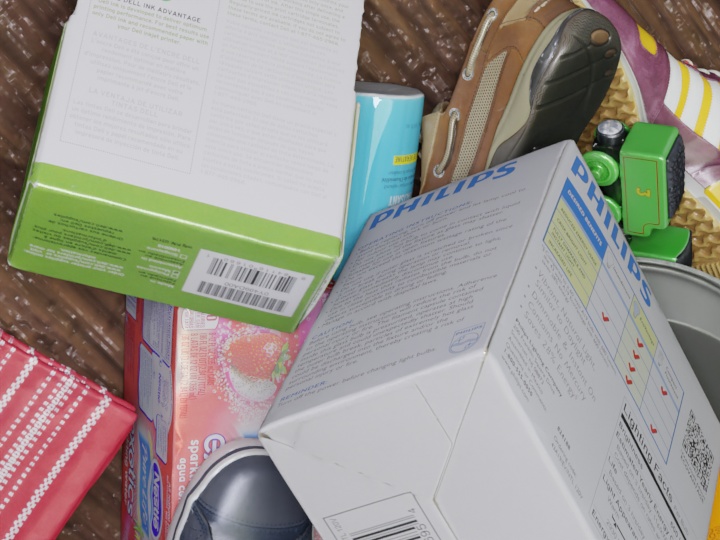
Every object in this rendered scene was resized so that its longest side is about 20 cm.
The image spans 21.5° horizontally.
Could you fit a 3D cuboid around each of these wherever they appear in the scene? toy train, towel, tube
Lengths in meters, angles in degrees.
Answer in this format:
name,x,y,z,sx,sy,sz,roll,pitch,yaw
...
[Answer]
name,x,y,z,sx,sy,sz,roll,pitch,yaw
toy train,0.157,0.000,1.058,0.042,0.056,0.200,-59,149,-42
towel,-0.224,0.081,0.925,0.200,0.022,0.145,33,93,-25
tube,0.000,0.000,1.026,0.077,0.050,0.201,-20,119,-59

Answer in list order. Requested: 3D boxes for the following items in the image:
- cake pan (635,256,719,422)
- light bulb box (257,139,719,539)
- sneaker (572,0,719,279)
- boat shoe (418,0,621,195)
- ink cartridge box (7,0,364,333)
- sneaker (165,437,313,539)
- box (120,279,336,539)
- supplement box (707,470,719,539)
name,x,y,z,sx,sy,sz,roll,pitch,yaw
cake pan,0.141,0.082,1.067,0.200,0.037,0.201,0,128,0
light bulb box,0.074,0.079,0.917,0.125,0.200,0.199,-19,113,27
sneaker,0.166,-0.093,1.065,0.090,0.075,0.200,-47,111,-34
boat shoe,0.070,-0.064,1.027,0.076,0.074,0.200,-6,130,-49
ink cartridge box,-0.078,-0.087,0.932,0.147,0.076,0.200,14,56,-12
sneaker,-0.061,0.187,0.933,0.078,0.079,0.201,8,102,-24
box,-0.068,0.094,1.000,0.094,0.103,0.201,-3,106,-21
supplement box,0.205,0.190,1.092,0.126,0.074,0.200,-16,143,2
